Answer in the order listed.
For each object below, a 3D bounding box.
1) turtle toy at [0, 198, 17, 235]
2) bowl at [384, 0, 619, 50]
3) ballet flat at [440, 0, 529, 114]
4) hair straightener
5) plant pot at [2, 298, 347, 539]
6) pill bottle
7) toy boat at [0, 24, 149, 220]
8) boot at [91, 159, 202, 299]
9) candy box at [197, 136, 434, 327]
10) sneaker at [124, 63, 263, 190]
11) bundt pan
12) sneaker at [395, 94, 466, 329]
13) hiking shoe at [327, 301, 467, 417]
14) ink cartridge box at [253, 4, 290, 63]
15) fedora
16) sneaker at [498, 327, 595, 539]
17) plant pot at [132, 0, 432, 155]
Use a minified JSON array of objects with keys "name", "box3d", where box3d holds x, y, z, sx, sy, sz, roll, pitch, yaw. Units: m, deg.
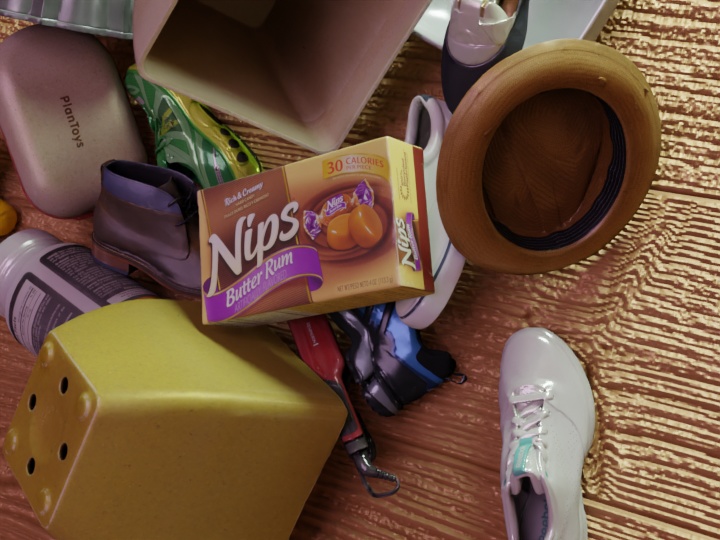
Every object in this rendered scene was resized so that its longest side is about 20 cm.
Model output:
[{"name":"turtle toy","box3d":[-0.459,-0.075,1.178,0.145,0.101,0.201,29,93,30]},{"name":"bowl","box3d":[0.141,-0.260,0.916,0.199,0.075,0.201,33,96,29]},{"name":"ballet flat","box3d":[0.102,-0.220,0.847,0.073,0.073,0.201,19,89,30]},{"name":"hair straightener","box3d":[-0.010,0.114,0.919,0.041,0.077,0.200,-27,51,-5]},{"name":"plant pot","box3d":[-0.170,0.138,0.882,0.194,0.199,0.196,38,108,47]},{"name":"pill bottle","box3d":[-0.270,0.043,1.045,0.200,0.116,0.117,31,94,30]},{"name":"toy boat","box3d":[-0.305,-0.150,1.110,0.131,0.130,0.201,-11,98,69]},{"name":"boot","box3d":[-0.162,-0.037,0.996,0.199,0.075,0.097,13,120,13]},{"name":"candy box","box3d":[-0.041,-0.025,0.862,0.199,0.056,0.117,-11,78,33]},{"name":"sneaker","box3d":[-0.181,-0.133,1.059,0.084,0.074,0.200,-47,62,7]},{"name":"bundt pan","box3d":[-0.285,-0.282,1.068,0.201,0.202,0.076,19,106,30]},{"name":"sneaker","box3d":[0.047,-0.051,0.879,0.073,0.071,0.201,-32,41,55]},{"name":"hiking shoe","box3d":[0.012,0.022,0.926,0.086,0.074,0.201,-26,82,3]},{"name":"ink cartridge box","box3d":[-0.129,-0.266,1.082,0.099,0.039,0.201,-28,66,20]},{"name":"fedora","box3d":[0.136,-0.093,0.837,0.201,0.200,0.082,-45,34,12]},{"name":"sneaker","box3d":[0.135,0.138,0.824,0.075,0.088,0.201,-11,74,27]},{"name":"plant pot","box3d":[-0.080,-0.252,0.911,0.200,0.199,0.177,-55,40,20]}]
